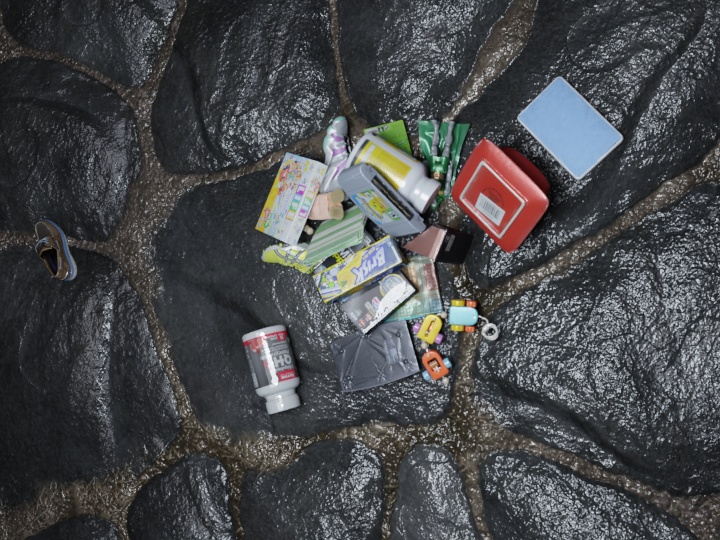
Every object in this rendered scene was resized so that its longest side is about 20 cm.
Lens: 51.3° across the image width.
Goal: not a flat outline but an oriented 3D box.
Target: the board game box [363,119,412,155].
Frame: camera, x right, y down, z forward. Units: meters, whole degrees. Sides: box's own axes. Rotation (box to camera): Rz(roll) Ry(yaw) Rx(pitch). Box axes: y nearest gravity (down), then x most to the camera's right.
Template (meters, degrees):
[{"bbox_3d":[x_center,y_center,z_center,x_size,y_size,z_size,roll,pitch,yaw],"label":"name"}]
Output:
[{"bbox_3d":[0.077,-0.242,1.737,0.095,0.030,0.200,-14,80,-1],"label":"board game box"}]

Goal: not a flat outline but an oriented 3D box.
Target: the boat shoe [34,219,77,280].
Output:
[{"bbox_3d":[-0.867,-0.063,2.103,0.072,0.072,0.200,-39,75,16],"label":"boat shoe"}]

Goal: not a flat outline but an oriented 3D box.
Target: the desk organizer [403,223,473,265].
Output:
[{"bbox_3d":[0.171,-0.062,1.617,0.077,0.200,0.072,25,99,23],"label":"desk organizer"}]

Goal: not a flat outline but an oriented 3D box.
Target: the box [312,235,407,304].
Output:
[{"bbox_3d":[0.000,0.000,1.674,0.200,0.064,0.070,-28,78,11],"label":"box"}]

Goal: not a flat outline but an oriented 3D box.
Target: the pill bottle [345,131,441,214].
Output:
[{"bbox_3d":[0.074,-0.212,1.661,0.200,0.112,0.112,34,101,9],"label":"pill bottle"}]

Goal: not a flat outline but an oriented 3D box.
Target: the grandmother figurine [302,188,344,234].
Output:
[{"bbox_3d":[-0.122,-0.146,1.783,0.200,0.061,0.122,4,83,47],"label":"grandmother figurine"}]

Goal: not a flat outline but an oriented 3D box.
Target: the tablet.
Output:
[{"bbox_3d":[0.449,-0.306,1.611,0.130,0.014,0.200,-44,73,15],"label":"tablet"}]

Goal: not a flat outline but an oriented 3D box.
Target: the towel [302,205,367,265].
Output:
[{"bbox_3d":[-0.049,-0.088,1.720,0.152,0.200,0.023,-23,114,20],"label":"towel"}]

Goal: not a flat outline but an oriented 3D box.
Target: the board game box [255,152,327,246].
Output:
[{"bbox_3d":[-0.164,-0.170,1.765,0.134,0.034,0.200,23,91,47],"label":"board game box"}]

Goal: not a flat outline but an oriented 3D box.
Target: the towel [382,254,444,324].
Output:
[{"bbox_3d":[0.087,0.046,1.740,0.200,0.022,0.147,-12,87,22],"label":"towel"}]

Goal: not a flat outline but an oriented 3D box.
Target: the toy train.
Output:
[{"bbox_3d":[0.204,0.151,1.680,0.200,0.056,0.150,-38,87,14],"label":"toy train"}]

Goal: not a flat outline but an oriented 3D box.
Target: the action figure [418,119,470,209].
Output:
[{"bbox_3d":[0.179,-0.238,1.700,0.118,0.055,0.200,6,95,19],"label":"action figure"}]

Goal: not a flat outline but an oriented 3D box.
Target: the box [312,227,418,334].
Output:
[{"bbox_3d":[0.009,0.023,1.725,0.160,0.044,0.200,-41,77,8],"label":"box"}]

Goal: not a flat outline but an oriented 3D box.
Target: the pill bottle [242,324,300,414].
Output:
[{"bbox_3d":[-0.209,0.240,1.810,0.111,0.111,0.200,-19,82,20],"label":"pill bottle"}]

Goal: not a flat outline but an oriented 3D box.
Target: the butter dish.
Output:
[{"bbox_3d":[0.322,-0.177,1.596,0.200,0.148,0.200,47,145,15],"label":"butter dish"}]

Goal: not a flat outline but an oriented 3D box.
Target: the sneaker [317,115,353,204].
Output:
[{"bbox_3d":[-0.021,-0.255,1.772,0.140,0.078,0.200,18,105,20],"label":"sneaker"}]

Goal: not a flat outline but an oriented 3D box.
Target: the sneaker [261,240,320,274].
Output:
[{"bbox_3d":[-0.152,-0.029,1.813,0.200,0.075,0.077,-4,87,23],"label":"sneaker"}]

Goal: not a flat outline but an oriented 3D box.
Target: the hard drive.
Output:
[{"bbox_3d":[0.036,0.200,1.748,0.200,0.042,0.135,-19,81,20],"label":"hard drive"}]

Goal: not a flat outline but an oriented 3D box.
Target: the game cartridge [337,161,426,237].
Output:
[{"bbox_3d":[0.042,-0.150,1.639,0.200,0.133,0.040,44,73,-17],"label":"game cartridge"}]
